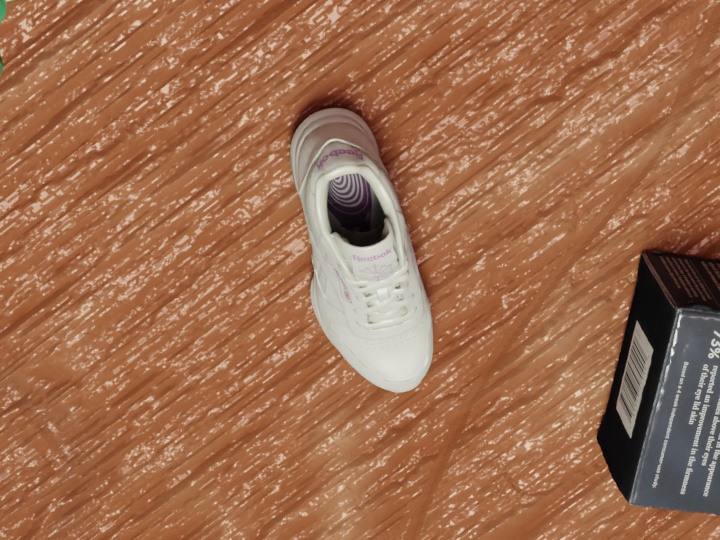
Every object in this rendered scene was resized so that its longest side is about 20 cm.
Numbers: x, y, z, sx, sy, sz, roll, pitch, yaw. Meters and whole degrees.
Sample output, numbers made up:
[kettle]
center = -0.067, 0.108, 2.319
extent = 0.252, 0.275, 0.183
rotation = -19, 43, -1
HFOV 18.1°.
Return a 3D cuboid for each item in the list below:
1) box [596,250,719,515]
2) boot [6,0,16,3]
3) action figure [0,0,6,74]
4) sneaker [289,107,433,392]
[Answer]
[box]
center = 0.278, 0.083, 1.525
extent = 0.200, 0.104, 0.148
rotation = 8, 111, -10
[boot]
center = -0.254, -0.233, 1.352
extent = 0.200, 0.072, 0.155
rotation = -14, 111, 0
[action figure]
center = -0.262, -0.190, 1.303
extent = 0.118, 0.055, 0.200
rotation = -25, 117, 8
[sneaker]
center = 0.000, 0.000, 1.462
extent = 0.075, 0.100, 0.200
rotation = -19, 115, -1
